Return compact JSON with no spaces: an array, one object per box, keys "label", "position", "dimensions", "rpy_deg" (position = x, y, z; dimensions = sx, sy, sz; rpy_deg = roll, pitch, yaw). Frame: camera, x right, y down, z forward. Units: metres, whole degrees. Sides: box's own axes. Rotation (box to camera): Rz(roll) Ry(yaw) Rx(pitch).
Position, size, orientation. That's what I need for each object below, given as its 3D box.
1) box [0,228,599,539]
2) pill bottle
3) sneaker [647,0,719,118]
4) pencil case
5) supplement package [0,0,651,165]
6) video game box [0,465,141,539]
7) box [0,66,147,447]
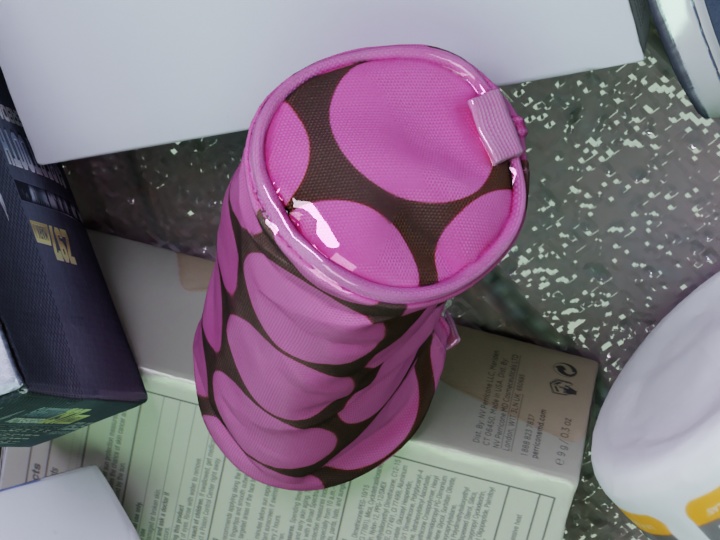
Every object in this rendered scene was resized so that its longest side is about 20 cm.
[{"label":"box","position":[-0.024,0.063,1.017],"dimensions":[0.199,0.078,0.095],"rpy_deg":[16,124,1]},{"label":"pill bottle","position":[0.183,0.093,0.973],"dimensions":[0.116,0.116,0.200],"rpy_deg":[-36,110,28]},{"label":"sneaker","position":[0.143,-0.151,0.816],"dimensions":[0.146,0.077,0.203],"rpy_deg":[-6,92,12]},{"label":"pencil case","position":[0.000,0.000,0.873],"dimensions":[0.093,0.091,0.200],"rpy_deg":[-12,164,-12]},{"label":"supplement package","position":[-0.020,-0.138,0.870],"dimensions":[0.199,0.111,0.156],"rpy_deg":[-8,120,17]},{"label":"video game box","position":[-0.190,0.153,0.974],"dimensions":[0.047,0.200,0.182],"rpy_deg":[56,140,26]},{"label":"box","position":[-0.128,-0.026,0.868],"dimensions":[0.051,0.200,0.158],"rpy_deg":[-20,84,4]}]
